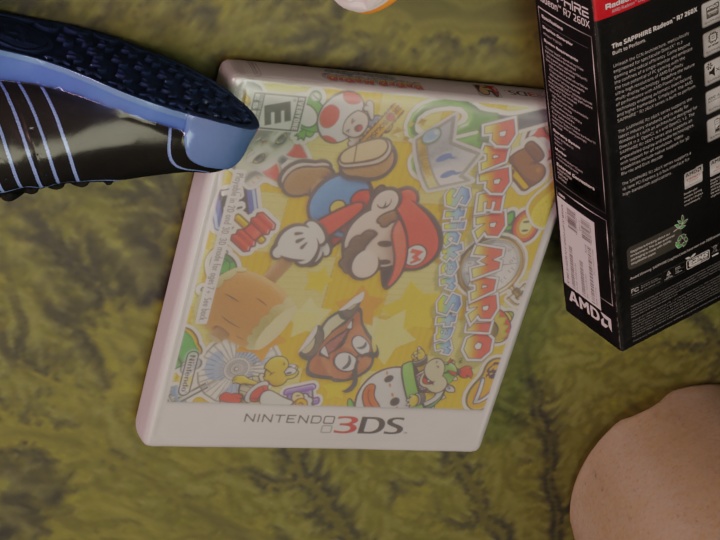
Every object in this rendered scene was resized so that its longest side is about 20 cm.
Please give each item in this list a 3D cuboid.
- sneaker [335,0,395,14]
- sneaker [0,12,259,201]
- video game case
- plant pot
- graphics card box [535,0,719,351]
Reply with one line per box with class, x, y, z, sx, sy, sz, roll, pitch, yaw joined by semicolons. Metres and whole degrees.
sneaker;0.006;-0.201;0.811;0.092;0.076;0.200;15;114;-24
sneaker;-0.145;-0.060;0.845;0.200;0.070;0.078;13;114;-19
video game case;0.000;0.000;0.967;0.182;0.023;0.200;3;120;-24
plant pot;0.204;0.162;1.052;0.200;0.184;0.201;-10;124;-15
graphics card box;0.150;-0.073;0.948;0.125;0.051;0.200;-27;128;-21
